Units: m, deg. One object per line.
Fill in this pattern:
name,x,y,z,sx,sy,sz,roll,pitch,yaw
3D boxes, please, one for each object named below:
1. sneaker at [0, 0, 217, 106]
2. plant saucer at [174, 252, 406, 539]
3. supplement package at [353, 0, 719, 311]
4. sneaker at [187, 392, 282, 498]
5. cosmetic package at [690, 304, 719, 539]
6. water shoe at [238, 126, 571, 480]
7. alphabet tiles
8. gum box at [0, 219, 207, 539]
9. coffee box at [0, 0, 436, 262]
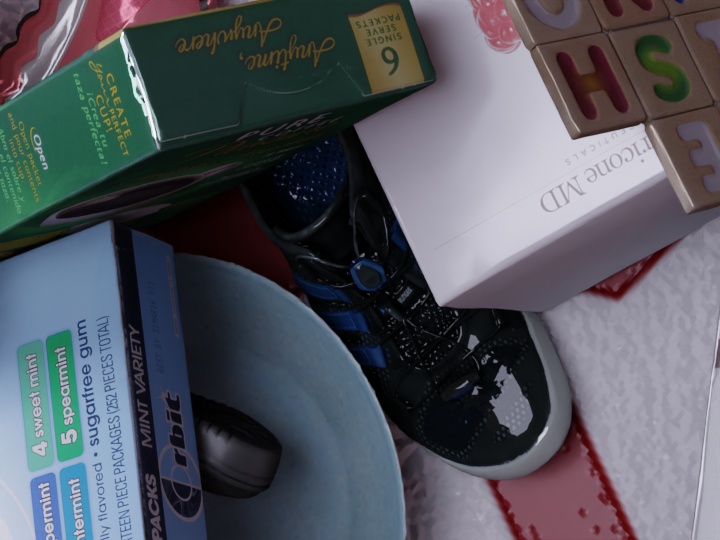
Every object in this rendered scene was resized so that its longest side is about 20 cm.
sneaker,-0.082,-0.104,1.128,0.087,0.074,0.201,30,104,8
plant saucer,-0.065,0.092,1.113,0.200,0.039,0.202,2,95,25
supplement package,0.056,-0.100,1.030,0.121,0.120,0.201,-30,77,20
sneaker,-0.125,0.082,1.084,0.199,0.060,0.105,20,94,30
cosmetic package,0.177,0.076,0.991,0.106,0.090,0.201,5,87,20
water shoe,0.000,0.000,1.072,0.071,0.079,0.200,-43,73,16
alphabet tiles,0.122,-0.106,0.971,0.008,0.199,0.168,-38,73,47
gum box,-0.151,0.093,1.034,0.199,0.045,0.171,-19,67,26
coffee box,-0.077,-0.047,0.990,0.200,0.123,0.044,-23,84,54
